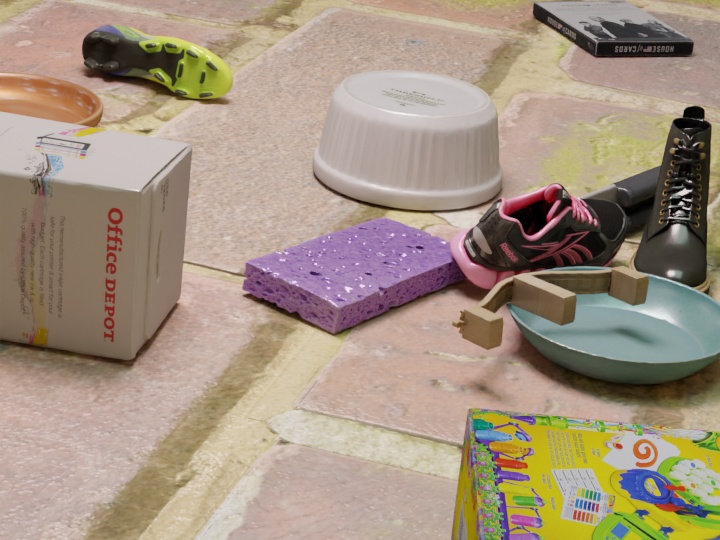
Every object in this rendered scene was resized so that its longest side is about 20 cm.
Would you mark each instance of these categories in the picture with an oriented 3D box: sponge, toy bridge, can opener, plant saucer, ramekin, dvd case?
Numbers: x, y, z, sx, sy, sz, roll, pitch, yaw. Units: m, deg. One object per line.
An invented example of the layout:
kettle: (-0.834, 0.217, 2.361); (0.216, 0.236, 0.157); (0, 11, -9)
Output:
sponge: (0.000, 0.000, 1.680); (0.111, 0.030, 0.199); (23, 27, 33)
toy bridge: (0.150, 0.024, 1.569); (0.199, 0.027, 0.067); (-13, 26, -39)
can opener: (0.253, -0.068, 1.877); (0.066, 0.053, 0.199); (22, 27, 37)
plant saucer: (0.220, 0.050, 1.605); (0.198, 0.036, 0.200); (4, 22, -2)
ramekin: (0.052, -0.140, 1.947); (0.201, 0.095, 0.203); (5, 23, -2)
dvd case: (0.344, -0.334, 2.580); (0.149, 0.025, 0.200); (-3, 23, -20)
plant saucer: (-0.370, -0.162, 1.972); (0.199, 0.038, 0.200); (4, 22, -2)

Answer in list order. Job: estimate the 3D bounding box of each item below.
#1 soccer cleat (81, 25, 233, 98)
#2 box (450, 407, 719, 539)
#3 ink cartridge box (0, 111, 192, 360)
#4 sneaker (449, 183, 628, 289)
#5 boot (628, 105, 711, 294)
soccer cleat: (-0.227, -0.247, 2.176); (0.199, 0.065, 0.084); (15, 22, 22)
box: (0.156, 0.187, 1.143); (0.191, 0.123, 0.200); (5, 22, -1)
ink cartridge box: (-0.253, -0.033, 1.540); (0.198, 0.148, 0.145); (10, 22, 9)
sneaker: (0.179, -0.042, 1.715); (0.199, 0.096, 0.079); (-12, 56, -37)
boot: (0.297, -0.062, 1.761); (0.077, 0.139, 0.200); (7, 23, 3)
